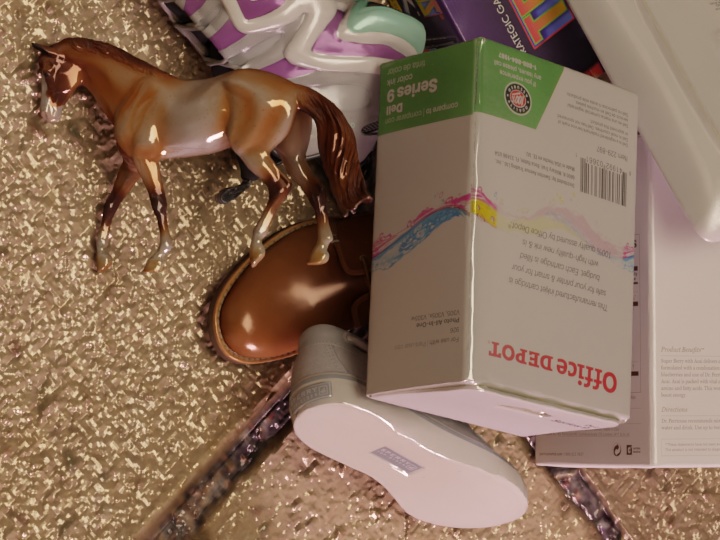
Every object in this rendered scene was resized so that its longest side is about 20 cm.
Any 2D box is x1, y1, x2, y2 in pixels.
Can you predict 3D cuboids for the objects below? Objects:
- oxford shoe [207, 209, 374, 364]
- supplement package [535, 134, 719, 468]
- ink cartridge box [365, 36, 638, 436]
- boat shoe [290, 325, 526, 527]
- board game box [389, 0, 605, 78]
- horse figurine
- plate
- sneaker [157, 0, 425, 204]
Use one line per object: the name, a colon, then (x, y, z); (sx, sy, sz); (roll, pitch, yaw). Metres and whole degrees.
oxford shoe: (0.000, 0.000, 1.746); (0.199, 0.071, 0.072); (-26, 105, -28)
supplement package: (0.188, 0.021, 1.837); (0.121, 0.120, 0.201); (2, 86, -33)
ink cartridge box: (0.083, -0.015, 1.698); (0.145, 0.087, 0.201); (15, 71, -44)
boat shoe: (0.028, 0.092, 1.749); (0.200, 0.072, 0.069); (28, 48, -39)
board game box: (0.091, -0.203, 1.823); (0.165, 0.057, 0.200); (-39, 108, -29)
horse figurine: (-0.084, -0.067, 1.655); (0.050, 0.199, 0.133); (-4, 92, -73)
plate: (0.236, -0.118, 1.812); (0.199, 0.032, 0.201); (-10, 65, -40)
sneaker: (-0.069, -0.109, 1.703); (0.199, 0.078, 0.140); (19, 90, -16)
